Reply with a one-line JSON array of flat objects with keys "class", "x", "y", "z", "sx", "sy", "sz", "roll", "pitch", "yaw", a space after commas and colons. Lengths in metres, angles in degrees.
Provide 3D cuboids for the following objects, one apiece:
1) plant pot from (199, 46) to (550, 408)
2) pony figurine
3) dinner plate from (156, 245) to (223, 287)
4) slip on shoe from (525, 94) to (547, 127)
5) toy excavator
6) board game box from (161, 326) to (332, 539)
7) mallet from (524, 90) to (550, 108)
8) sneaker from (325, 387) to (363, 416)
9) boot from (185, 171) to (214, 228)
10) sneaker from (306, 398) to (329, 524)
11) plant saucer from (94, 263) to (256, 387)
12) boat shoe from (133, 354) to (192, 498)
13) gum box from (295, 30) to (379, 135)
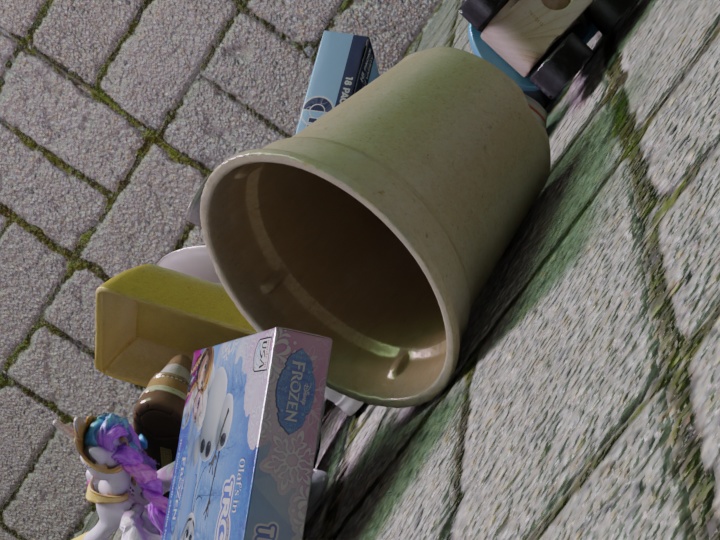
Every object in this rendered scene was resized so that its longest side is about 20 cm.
[{"class": "plant pot", "x": 0.026, "y": -0.046, "z": 1.084, "sx": 0.184, "sy": 0.200, "sz": 0.201, "roll": -47, "pitch": 0, "yaw": -34}, {"class": "pony figurine", "x": -0.164, "y": 0.205, "z": 1.333, "sx": 0.167, "sy": 0.192, "sz": 0.201, "roll": -56, "pitch": -14, "yaw": -34}, {"class": "dinner plate", "x": -0.085, "y": 0.036, "z": 1.414, "sx": 0.200, "sy": 0.198, "sz": 0.024, "roll": 136, "pitch": 153, "yaw": -62}, {"class": "slip on shoe", "x": 0.068, "y": -0.102, "z": 1.316, "sx": 0.199, "sy": 0.074, "sz": 0.062, "roll": -1, "pitch": 59, "yaw": 54}, {"class": "toy excavator", "x": 0.159, "y": -0.219, "z": 1.288, "sx": 0.195, "sy": 0.100, "sz": 0.200, "roll": -48, "pitch": 0, "yaw": -7}, {"class": "board game box", "x": -0.084, "y": 0.147, "z": 1.077, "sx": 0.199, "sy": 0.043, "sz": 0.202, "roll": 161, "pitch": 119, "yaw": -67}, {"class": "mallet", "x": 0.087, "y": -0.126, "z": 1.375, "sx": 0.199, "sy": 0.041, "sz": 0.066, "roll": -28, "pitch": 24, "yaw": 37}, {"class": "sneaker", "x": 0.000, "y": 0.000, "z": 1.296, "sx": 0.201, "sy": 0.115, "sz": 0.074, "roll": -57, "pitch": 4, "yaw": -21}, {"class": "boot", "x": -0.080, "y": -0.025, "z": 1.639, "sx": 0.073, "sy": 0.199, "sz": 0.182, "roll": -55, "pitch": 6, "yaw": 7}, {"class": "sneaker", "x": -0.060, "y": 0.143, "z": 1.233, "sx": 0.115, "sy": 0.075, "sz": 0.201, "roll": -47, "pitch": 16, "yaw": 53}, {"class": "plant saucer", "x": -0.126, "y": 0.061, "z": 1.402, "sx": 0.200, "sy": 0.198, "sz": 0.049, "roll": 112, "pitch": 174, "yaw": -65}, {"class": "boat shoe", "x": -0.161, "y": 0.152, "z": 1.431, "sx": 0.201, "sy": 0.071, "sz": 0.077, "roll": 106, "pitch": -178, "yaw": -47}, {"class": "gum box", "x": -0.017, "y": -0.079, "z": 1.408, "sx": 0.200, "sy": 0.044, "sz": 0.171, "roll": 71, "pitch": -149, "yaw": -66}]
